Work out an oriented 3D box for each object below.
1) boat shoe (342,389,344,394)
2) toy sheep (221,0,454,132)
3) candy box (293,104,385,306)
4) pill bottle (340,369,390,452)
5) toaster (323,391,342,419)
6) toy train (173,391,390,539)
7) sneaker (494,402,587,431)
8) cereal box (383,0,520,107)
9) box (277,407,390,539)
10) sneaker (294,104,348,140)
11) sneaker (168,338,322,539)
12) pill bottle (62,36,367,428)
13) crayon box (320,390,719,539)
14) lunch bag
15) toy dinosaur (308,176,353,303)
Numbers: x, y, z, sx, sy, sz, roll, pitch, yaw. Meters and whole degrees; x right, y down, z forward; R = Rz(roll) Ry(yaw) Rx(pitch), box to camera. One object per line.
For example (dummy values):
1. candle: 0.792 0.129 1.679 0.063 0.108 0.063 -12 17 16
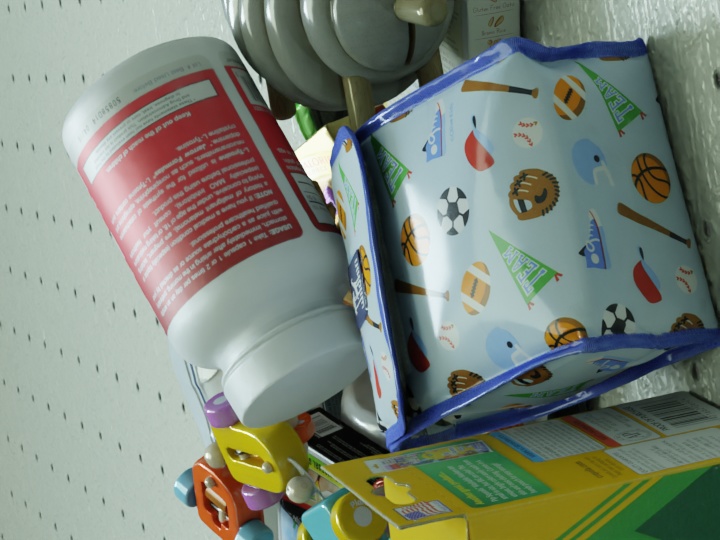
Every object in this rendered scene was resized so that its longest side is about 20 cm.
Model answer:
1. boat shoe: 0.029 0.011 1.837 0.060 0.074 0.201 4 89 32
2. toy sheep: -0.009 -0.148 1.630 0.200 0.137 0.139 12 112 53
3. candy box: -0.030 -0.002 1.787 0.200 0.056 0.117 -37 79 45
4. pill bottle: 0.046 0.159 1.778 0.112 0.112 0.201 -129 33 -59
5. toaster: -0.017 0.065 1.942 0.129 0.113 0.201 157 101 -77
6. toy train: -0.028 0.139 1.665 0.200 0.056 0.151 35 147 35
7. sneaker: 0.083 0.010 1.644 0.092 0.075 0.201 -119 27 -63
8. cereal box: 0.051 -0.144 1.709 0.144 0.039 0.201 -131 35 -59
9. box: 0.025 0.168 1.678 0.200 0.035 0.111 29 129 45
10. sneaker: -0.005 -0.146 1.820 0.077 0.083 0.201 -81 -15 -60
11. sneaker: -0.051 0.110 1.770 0.071 0.073 0.201 -5 117 48
12. pill bottle: -0.074 -0.020 1.617 0.201 0.112 0.112 60 158 18
13. crayon box: 0.095 0.113 1.431 0.126 0.199 0.052 -151 52 -69
14. lunch bag: 0.063 -0.008 1.502 0.200 0.123 0.171 -25 71 47
15. toy dinosaur: 0.000 0.000 1.688 0.200 0.060 0.107 30 138 45
